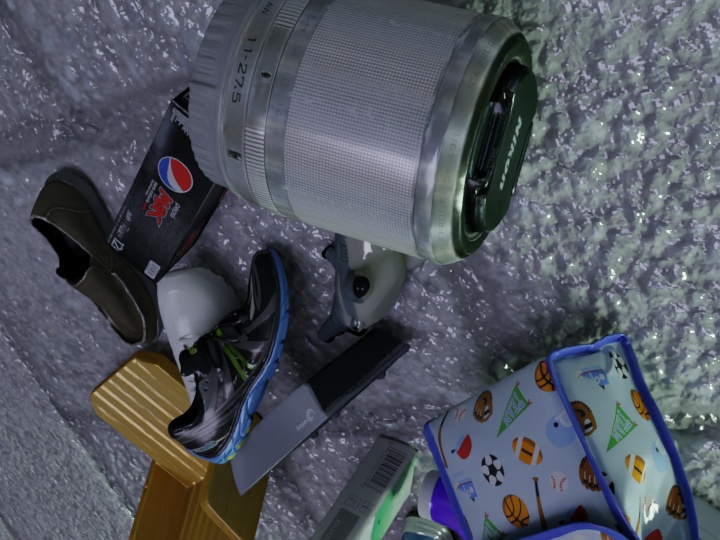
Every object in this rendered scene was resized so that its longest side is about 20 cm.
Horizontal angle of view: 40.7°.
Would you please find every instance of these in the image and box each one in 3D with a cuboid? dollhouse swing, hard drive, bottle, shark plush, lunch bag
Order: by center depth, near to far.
[{"bbox_3d":[0.159,0.177,0.760,0.170,0.123,0.202,-38,68,48],"label":"lunch bag"},{"bbox_3d":[0.000,0.000,0.834,0.083,0.091,0.201,48,159,17],"label":"shark plush"},{"bbox_3d":[0.151,0.229,0.893,0.198,0.066,0.083,10,173,26],"label":"bottle"},{"bbox_3d":[-0.045,0.129,0.897,0.042,0.135,0.200,49,140,6],"label":"hard drive"},{"bbox_3d":[-0.220,0.221,1.065,0.175,0.183,0.199,30,141,-24],"label":"dollhouse swing"}]

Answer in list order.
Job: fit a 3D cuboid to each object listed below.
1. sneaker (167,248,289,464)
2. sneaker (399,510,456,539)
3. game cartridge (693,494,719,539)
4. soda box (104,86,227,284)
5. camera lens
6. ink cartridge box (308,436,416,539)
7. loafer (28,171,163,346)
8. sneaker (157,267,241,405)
[{"bbox_3d":[-0.117,0.075,0.872,0.082,0.071,0.202,21,96,-13],"label":"sneaker"},{"bbox_3d":[0.069,0.349,1.048,0.075,0.077,0.202,3,129,27],"label":"sneaker"},{"bbox_3d":[0.283,0.275,0.763,0.132,0.200,0.041,31,130,3],"label":"game cartridge"},{"bbox_3d":[-0.149,-0.078,0.828,0.063,0.071,0.200,39,136,-2],"label":"soda box"},{"bbox_3d":[0.007,-0.102,0.647,0.198,0.160,0.161,17,133,19],"label":"camera lens"},{"bbox_3d":[-0.005,0.290,0.983,0.050,0.161,0.202,20,134,20],"label":"ink cartridge box"},{"bbox_3d":[-0.269,0.002,0.970,0.075,0.070,0.201,-8,121,36],"label":"loafer"},{"bbox_3d":[-0.146,0.085,0.942,0.075,0.081,0.201,-11,130,5],"label":"sneaker"}]
